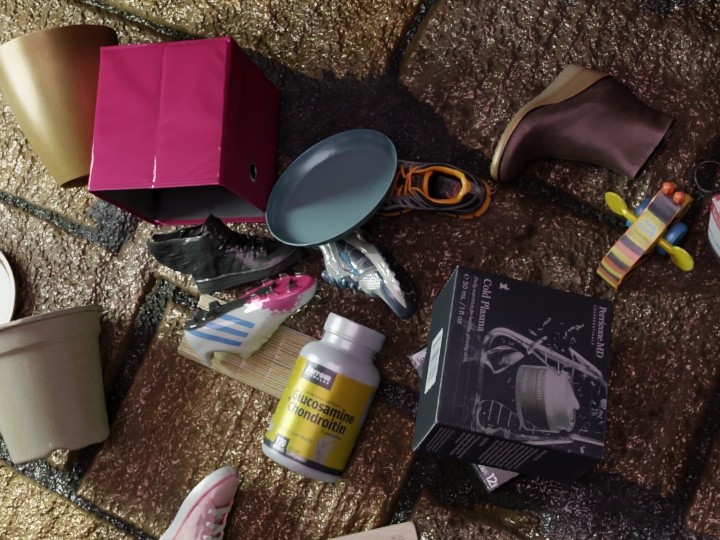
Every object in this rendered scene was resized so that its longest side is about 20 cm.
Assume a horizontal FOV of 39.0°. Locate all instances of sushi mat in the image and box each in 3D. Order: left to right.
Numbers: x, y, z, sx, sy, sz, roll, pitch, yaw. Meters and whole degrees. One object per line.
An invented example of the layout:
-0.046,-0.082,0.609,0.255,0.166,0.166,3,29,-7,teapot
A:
-0.153,0.108,1.406,0.199,0.012,0.096,21,85,18,sushi mat

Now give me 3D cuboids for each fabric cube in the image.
-0.232,-0.182,1.388,0.199,0.196,0.201,-1,78,16,fabric cube

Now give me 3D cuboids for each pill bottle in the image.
-0.042,0.162,1.313,0.111,0.112,0.201,21,86,18,pill bottle

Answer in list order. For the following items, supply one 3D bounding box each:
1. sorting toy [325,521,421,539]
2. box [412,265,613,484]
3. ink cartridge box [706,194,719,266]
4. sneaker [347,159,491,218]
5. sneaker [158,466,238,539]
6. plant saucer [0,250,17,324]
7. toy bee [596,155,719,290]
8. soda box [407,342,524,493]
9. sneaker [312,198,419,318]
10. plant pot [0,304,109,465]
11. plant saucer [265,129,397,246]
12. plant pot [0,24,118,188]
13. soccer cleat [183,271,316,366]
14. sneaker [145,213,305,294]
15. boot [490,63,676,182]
0.001,0.433,1.273,0.199,0.070,0.200,-15,76,12,sorting toy
0.179,0.125,1.197,0.195,0.124,0.201,13,64,-6,box
0.482,-0.056,1.162,0.147,0.200,0.086,-29,73,8,ink cartridge box
0.072,-0.115,1.353,0.199,0.077,0.079,4,83,18,sneaker
-0.203,0.361,1.340,0.105,0.075,0.201,41,100,23,sneaker
-0.601,0.048,1.534,0.199,0.029,0.201,-3,79,16,plant saucer
0.362,-0.070,1.247,0.130,0.109,0.201,21,86,20,toy bee
0.141,0.178,1.280,0.063,0.071,0.201,-32,73,8,soda box
0.000,0.000,1.359,0.086,0.078,0.200,-45,62,10,sneaker
-0.431,0.161,1.394,0.199,0.200,0.185,-16,86,12,plant pot
-0.035,-0.105,1.350,0.199,0.027,0.201,-20,43,20,plant saucer
-0.418,-0.227,1.469,0.185,0.186,0.201,-16,89,12,plant pot
-0.140,0.068,1.371,0.199,0.070,0.087,-20,109,14,soccer cleat
-0.185,-0.032,1.395,0.199,0.060,0.105,-18,112,15,sneaker
0.281,-0.161,1.298,0.166,0.072,0.200,39,85,26,boot
